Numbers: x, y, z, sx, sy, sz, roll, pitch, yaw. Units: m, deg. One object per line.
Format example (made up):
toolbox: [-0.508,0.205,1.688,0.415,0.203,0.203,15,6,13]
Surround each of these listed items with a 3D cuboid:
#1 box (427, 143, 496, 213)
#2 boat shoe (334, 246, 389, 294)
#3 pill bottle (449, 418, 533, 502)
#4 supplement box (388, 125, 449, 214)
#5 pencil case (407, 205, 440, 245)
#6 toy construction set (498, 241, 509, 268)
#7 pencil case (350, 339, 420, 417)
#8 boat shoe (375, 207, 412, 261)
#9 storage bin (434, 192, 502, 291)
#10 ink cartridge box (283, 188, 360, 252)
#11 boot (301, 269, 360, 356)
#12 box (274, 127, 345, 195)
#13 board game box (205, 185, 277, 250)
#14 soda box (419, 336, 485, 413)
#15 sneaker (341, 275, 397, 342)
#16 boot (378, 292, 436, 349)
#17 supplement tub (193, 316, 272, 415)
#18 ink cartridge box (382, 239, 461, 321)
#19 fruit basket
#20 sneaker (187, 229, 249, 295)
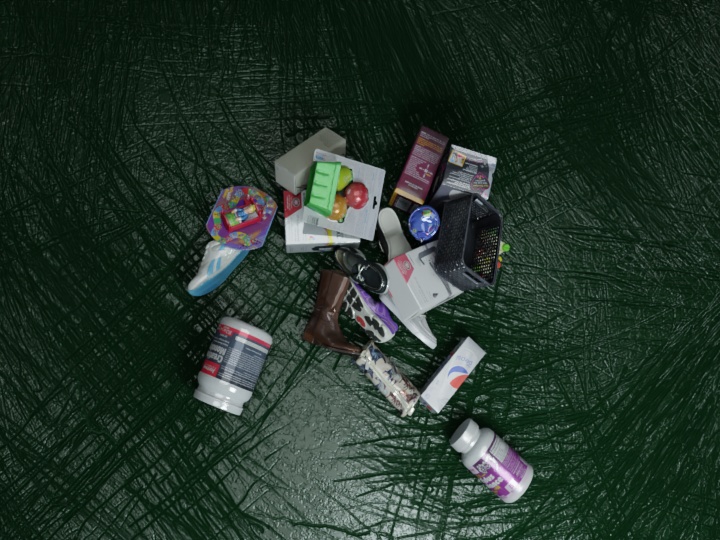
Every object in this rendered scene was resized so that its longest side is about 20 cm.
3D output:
box: [0.260,-0.222,1.602,0.129,0.200,0.118,16,78,-2]
boat shoe: [0.000,0.000,1.530,0.059,0.199,0.078,8,105,-37]
pill bottle: [0.320,0.465,1.517,0.199,0.112,0.113,41,77,3]
supplement box: [0.155,-0.264,1.645,0.084,0.110,0.204,23,77,-2]
pencil case: [0.168,-0.108,1.574,0.076,0.200,0.089,12,88,11]
toy construction set: [0.310,-0.050,1.630,0.197,0.092,0.133,-29,107,-4]
pencil case: [0.067,0.272,1.539,0.078,0.089,0.200,-44,87,18]
boat shoe: [0.085,-0.068,1.621,0.073,0.060,0.204,-25,103,-12]
storage bin: [0.266,-0.068,1.503,0.134,0.093,0.205,31,60,-34]
ink cartridge box: [-0.101,-0.131,1.603,0.194,0.083,0.150,-3,78,-6]
boot: [-0.050,0.099,1.535,0.182,0.064,0.205,15,81,29]
box: [-0.129,-0.287,1.598,0.081,0.069,0.199,35,56,23]
board game box: [-0.303,-0.149,1.570,0.154,0.039,0.204,17,56,-2]
soda box: [0.231,0.267,1.570,0.063,0.068,0.200,41,77,3]
sneaker: [0.018,0.097,1.588,0.083,0.081,0.201,-25,71,-47]
boot: [0.145,0.101,1.582,0.200,0.074,0.096,45,93,4]
supplement tub: [-0.307,0.228,1.479,0.137,0.140,0.205,21,77,-2]
ink cartridge box: [0.163,0.019,1.540,0.197,0.085,0.148,-21,77,-39]
fruit basket: [-0.042,-0.189,1.546,0.195,0.093,0.191,13,83,-26]
sneaker: [-0.370,-0.020,1.561,0.080,0.077,0.201,39,70,9]
